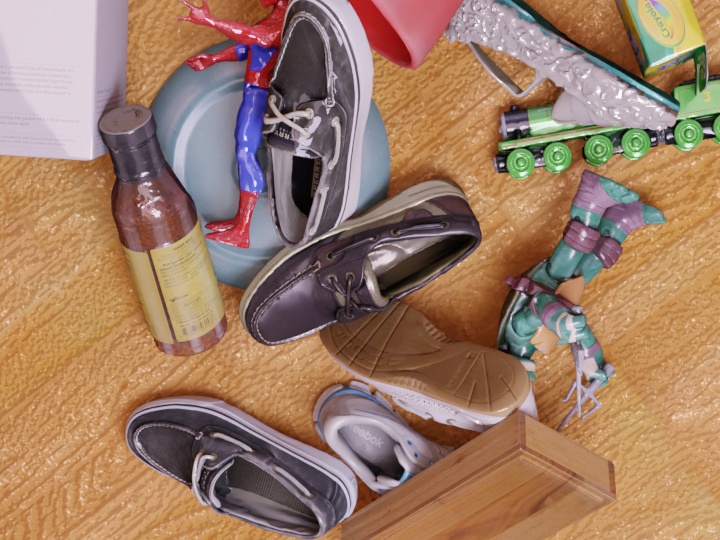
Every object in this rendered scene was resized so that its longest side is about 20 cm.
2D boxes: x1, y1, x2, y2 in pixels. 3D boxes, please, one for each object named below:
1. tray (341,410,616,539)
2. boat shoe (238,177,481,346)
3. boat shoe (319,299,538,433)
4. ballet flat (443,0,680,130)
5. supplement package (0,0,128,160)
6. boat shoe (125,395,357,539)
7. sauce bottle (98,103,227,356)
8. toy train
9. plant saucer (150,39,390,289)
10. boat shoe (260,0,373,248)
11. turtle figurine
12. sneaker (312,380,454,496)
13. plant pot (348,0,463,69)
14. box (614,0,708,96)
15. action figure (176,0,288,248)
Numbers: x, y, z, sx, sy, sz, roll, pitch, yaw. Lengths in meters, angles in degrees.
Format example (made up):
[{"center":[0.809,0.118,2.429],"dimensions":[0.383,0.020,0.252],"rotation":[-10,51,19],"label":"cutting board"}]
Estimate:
[{"center":[0.085,0.181,1.330],"dimensions":[0.098,0.037,0.200],"rotation":[29,132,-29],"label":"tray"},{"center":[0.000,0.000,1.347],"dimensions":[0.199,0.065,0.073],"rotation":[-32,128,0],"label":"boat shoe"},{"center":[0.051,0.082,1.346],"dimensions":[0.071,0.199,0.070],"rotation":[-48,138,-19],"label":"boat shoe"},{"center":[0.146,-0.149,1.324],"dimensions":[0.199,0.072,0.072],"rotation":[37,100,16],"label":"ballet flat"},{"center":[-0.239,-0.190,1.317],"dimensions":[0.120,0.120,0.202],"rotation":[4,100,4],"label":"supplement package"},{"center":[-0.101,0.151,1.372],"dimensions":[0.198,0.071,0.073],"rotation":[15,112,18],"label":"boat shoe"},{"center":[-0.149,-0.030,1.331],"dimensions":[0.065,0.066,0.202],"rotation":[-8,126,4],"label":"sauce bottle"},{"center":[0.197,-0.111,1.353],"dimensions":[0.198,0.042,0.057],"rotation":[-9,89,4],"label":"toy train"},{"center":[-0.076,-0.080,1.371],"dimensions":[0.198,0.036,0.202],"rotation":[0,100,2],"label":"plant saucer"},{"center":[-0.035,-0.106,1.272],"dimensions":[0.070,0.064,0.202],"rotation":[21,130,29],"label":"boat shoe"},{"center":[0.154,0.030,1.338],"dimensions":[0.100,0.150,0.202],"rotation":[27,92,16],"label":"turtle figurine"},{"center":[0.049,0.163,1.381],"dimensions":[0.199,0.087,0.075],"rotation":[29,98,-4],"label":"sneaker"},{"center":[0.027,-0.273,1.265],"dimensions":[0.200,0.200,0.178],"rotation":[43,87,-5],"label":"plant pot"},{"center":[0.201,-0.218,1.282],"dimensions":[0.048,0.117,0.202],"rotation":[-22,89,7],"label":"box"},{"center":[-0.103,-0.127,1.312],"dimensions":[0.098,0.065,0.202],"rotation":[14,100,-10],"label":"action figure"}]
